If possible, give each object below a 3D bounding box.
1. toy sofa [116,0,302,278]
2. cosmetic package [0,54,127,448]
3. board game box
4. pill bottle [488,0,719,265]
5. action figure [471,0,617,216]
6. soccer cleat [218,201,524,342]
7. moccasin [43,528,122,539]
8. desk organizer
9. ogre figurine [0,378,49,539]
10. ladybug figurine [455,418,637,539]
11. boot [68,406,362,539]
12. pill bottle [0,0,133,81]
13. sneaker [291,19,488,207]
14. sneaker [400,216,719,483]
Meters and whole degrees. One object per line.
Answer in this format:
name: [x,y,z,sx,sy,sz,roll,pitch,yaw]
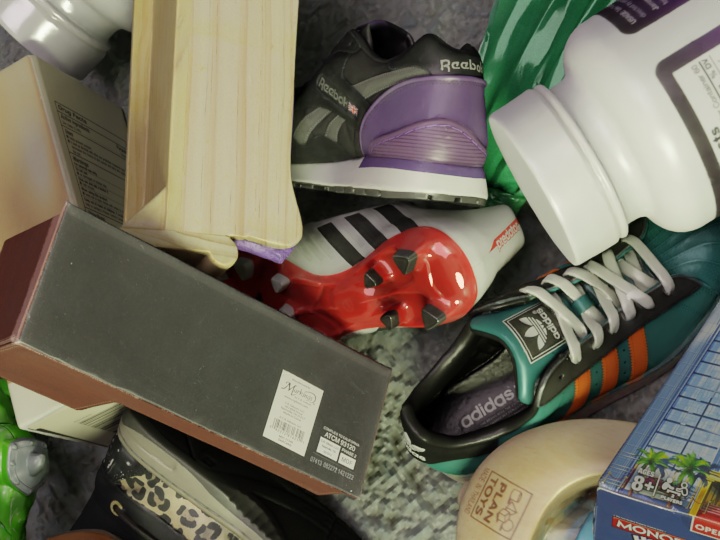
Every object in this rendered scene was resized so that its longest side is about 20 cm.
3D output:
toy sofa: [-0.084,-0.095,0.817,0.096,0.083,0.203,4,78,-17]
cosmetic package: [-0.164,-0.008,0.888,0.070,0.105,0.202,-25,68,16]
board game box: [0.225,0.055,0.684,0.198,0.062,0.201,15,58,16]
pill bottle: [0.165,-0.089,0.730,0.199,0.112,0.112,-31,67,1]
action figure: [0.099,-0.111,0.813,0.118,0.054,0.202,30,102,37]
soccer cleat: [0.000,0.000,0.831,0.199,0.085,0.069,-9,109,47]
moccasin: [-0.196,0.192,0.799,0.199,0.078,0.074,-23,94,21]
desk organizer: [-0.089,0.048,0.776,0.077,0.199,0.073,-16,52,52]
ogre figurine: [-0.242,0.110,0.906,0.121,0.097,0.200,-59,33,17]
ladybug figurine: [0.136,0.146,0.735,0.199,0.072,0.137,27,89,26]
boot: [-0.079,0.182,0.831,0.203,0.073,0.154,41,113,9]
pill bottle: [-0.130,-0.212,0.913,0.200,0.111,0.111,-46,65,9]
sneaker: [0.003,-0.084,0.813,0.199,0.075,0.089,10,96,54]
sneaker: [0.104,0.033,0.768,0.200,0.080,0.072,-41,66,8]
